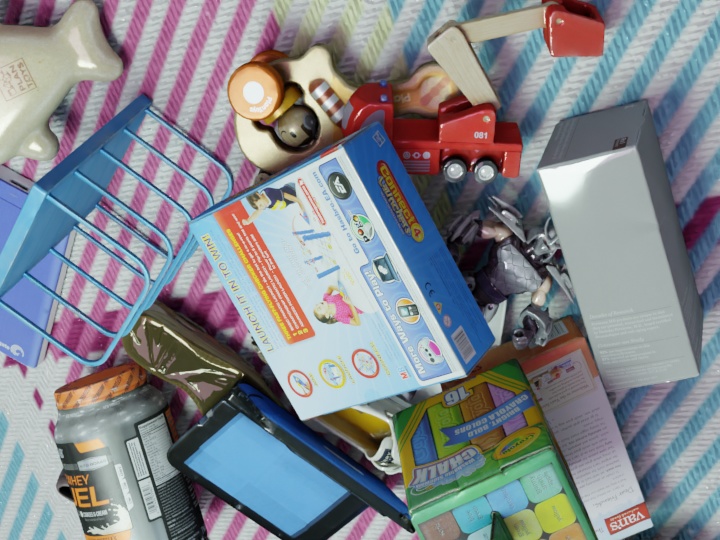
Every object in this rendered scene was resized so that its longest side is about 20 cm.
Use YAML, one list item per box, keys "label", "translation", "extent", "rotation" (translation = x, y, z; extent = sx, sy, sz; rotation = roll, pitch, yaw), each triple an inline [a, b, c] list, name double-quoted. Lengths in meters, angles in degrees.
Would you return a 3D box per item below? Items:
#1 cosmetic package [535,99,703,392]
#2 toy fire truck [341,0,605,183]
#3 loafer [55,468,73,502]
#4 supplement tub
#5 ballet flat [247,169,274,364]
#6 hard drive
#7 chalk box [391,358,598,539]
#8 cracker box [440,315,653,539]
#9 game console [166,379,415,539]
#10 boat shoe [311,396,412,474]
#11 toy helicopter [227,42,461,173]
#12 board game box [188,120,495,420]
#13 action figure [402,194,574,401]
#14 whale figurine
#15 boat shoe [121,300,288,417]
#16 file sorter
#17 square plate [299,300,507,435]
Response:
- label: "cosmetic package"
  translation: [0.212, -0.020, 0.920]
  extent: [0.089, 0.107, 0.203]
  rotation: [-14, 109, 25]
- label: "toy fire truck"
  translation: [0.084, -0.143, 0.905]
  extent: [0.196, 0.049, 0.143]
  rotation: [2, 120, -1]
- label: "loafer"
  translation: [-0.254, 0.282, 1.280]
  extent: [0.199, 0.063, 0.072]
  rotation: [41, 122, -3]
- label: "supplement tub"
  translation: [-0.240, 0.205, 1.186]
  extent: [0.121, 0.122, 0.204]
  rotation: [-14, 95, 26]
- label: "ballet flat"
  translation: [-0.083, -0.002, 1.063]
  extent: [0.067, 0.046, 0.203]
  rotation: [34, 130, 46]
- label: "hard drive"
  translation: [-0.370, -0.008, 1.196]
  extent: [0.130, 0.025, 0.202]
  rotation: [27, 122, 6]
- label: "chalk box"
  translation: [0.109, 0.183, 0.902]
  extent: [0.122, 0.201, 0.126]
  rotation: [-25, 111, 5]
- label: "cracker box"
  translation: [0.166, 0.160, 1.035]
  extent: [0.132, 0.058, 0.203]
  rotation: [-22, 108, 4]
- label: "game console"
  translation: [-0.069, 0.211, 1.111]
  extent: [0.199, 0.170, 0.119]
  rotation: [38, 86, -21]
- label: "boat shoe"
  translation: [0.028, 0.156, 1.066]
  extent: [0.199, 0.070, 0.071]
  rotation: [36, 124, -6]
- label: "toy helicopter"
  translation: [-0.010, -0.127, 0.971]
  extent: [0.196, 0.079, 0.135]
  rotation: [-9, 107, 11]
- label: "board game box"
  translation: [-0.019, 0.008, 0.940]
  extent: [0.194, 0.056, 0.202]
  rotation: [-20, 104, 43]
- label: "action figure"
  translation: [0.100, 0.022, 0.978]
  extent: [0.199, 0.069, 0.131]
  rotation: [-38, 93, 26]
- label: "whale figurine"
  translation: [-0.315, -0.179, 1.059]
  extent: [0.197, 0.104, 0.161]
  rotation: [-24, 107, 4]
- label: "boat shoe"
  translation: [-0.147, 0.103, 1.158]
  extent: [0.199, 0.063, 0.074]
  rotation: [35, 112, -7]
- label: "file sorter"
  translation: [-0.215, -0.034, 1.021]
  extent: [0.122, 0.201, 0.139]
  rotation: [35, 123, -3]
- label: "square plate"
  translation: [0.037, 0.080, 1.085]
  extent: [0.194, 0.029, 0.203]
  rotation: [11, 119, 15]
